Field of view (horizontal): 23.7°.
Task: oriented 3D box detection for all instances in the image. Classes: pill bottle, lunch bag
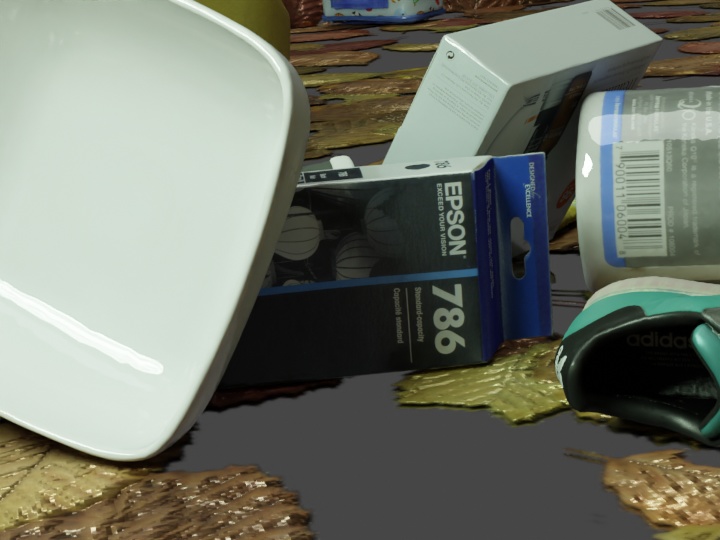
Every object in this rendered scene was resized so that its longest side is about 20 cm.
[{"bbox_3d":[0.221,-0.044,0.929,0.198,0.115,0.114,-1,13,14],"label":"pill bottle"},{"bbox_3d":[0.032,-0.452,2.881,0.198,0.076,0.160,4,18,30],"label":"lunch bag"}]

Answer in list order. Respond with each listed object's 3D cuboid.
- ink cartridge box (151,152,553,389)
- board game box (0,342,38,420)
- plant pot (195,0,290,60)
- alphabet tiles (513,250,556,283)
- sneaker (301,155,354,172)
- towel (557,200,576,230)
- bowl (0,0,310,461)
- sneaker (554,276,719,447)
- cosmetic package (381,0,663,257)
[{"bbox_3d":[0.000,0.000,0.846,0.198,0.101,0.039,-7,14,-4],"label":"ink cartridge box"},{"bbox_3d":[-0.251,0.046,0.875,0.134,0.035,0.199,-15,17,-37],"label":"board game box"},{"bbox_3d":[-0.165,-0.173,1.485,0.194,0.197,0.199,6,8,40],"label":"plant pot"},{"bbox_3d":[0.010,0.006,1.030,0.198,0.006,0.166,-7,12,-8],"label":"alphabet tiles"},{"bbox_3d":[-0.054,-0.029,1.045,0.098,0.072,0.200,-9,7,-12],"label":"sneaker"},{"bbox_3d":[0.096,-0.050,1.208,0.142,0.023,0.200,1,14,28],"label":"towel"},{"bbox_3d":[-0.120,-0.032,0.782,0.199,0.201,0.075,24,6,21],"label":"bowl"},{"bbox_3d":[0.176,0.039,0.698,0.198,0.072,0.080,-5,16,23],"label":"sneaker"},{"bbox_3d":[0.082,-0.069,0.979,0.052,0.152,0.199,39,31,18],"label":"cosmetic package"}]
